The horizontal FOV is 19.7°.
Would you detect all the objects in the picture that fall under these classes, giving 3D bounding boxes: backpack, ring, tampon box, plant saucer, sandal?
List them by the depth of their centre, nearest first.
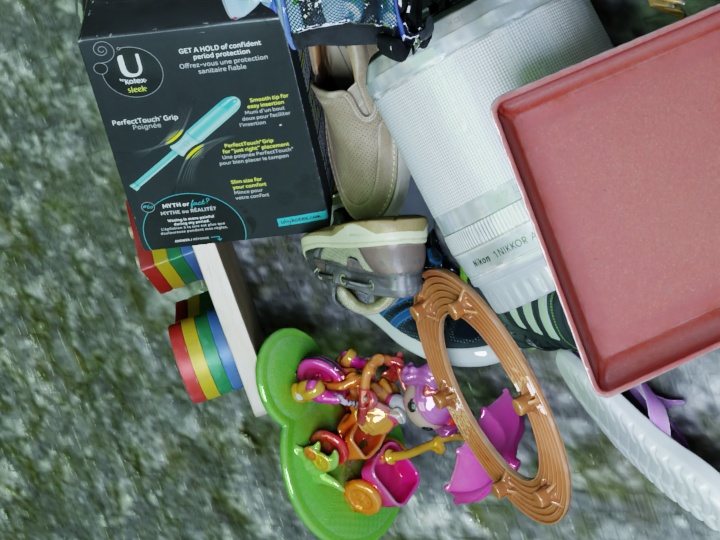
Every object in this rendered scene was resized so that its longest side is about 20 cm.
[{"bbox_3d":[-0.029,-0.255,1.285,0.146,0.183,0.201,-1,123,3],"label":"backpack"},{"bbox_3d":[0.197,-0.050,1.300,0.037,0.199,0.201,-162,50,-76],"label":"plant saucer"},{"bbox_3d":[0.087,0.091,1.466,0.201,0.019,0.201,54,160,29],"label":"ring"},{"bbox_3d":[0.217,0.117,1.482,0.203,0.050,0.083,45,167,36],"label":"sandal"},{"bbox_3d":[-0.106,-0.136,1.525,0.149,0.127,0.201,-5,133,8],"label":"tampon box"}]

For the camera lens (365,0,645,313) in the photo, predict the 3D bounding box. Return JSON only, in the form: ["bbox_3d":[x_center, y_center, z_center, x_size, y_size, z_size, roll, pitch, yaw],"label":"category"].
[{"bbox_3d":[0.108,-0.093,1.385,0.160,0.160,0.201,-26,92,54],"label":"camera lens"}]

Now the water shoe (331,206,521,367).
[{"bbox_3d":[0.043,0.009,1.607,0.199,0.071,0.079,26,127,36],"label":"water shoe"}]

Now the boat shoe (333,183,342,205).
[{"bbox_3d":[-0.070,-0.095,1.674,0.199,0.072,0.068,10,121,47],"label":"boat shoe"}]

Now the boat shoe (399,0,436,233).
[{"bbox_3d":[0.023,-0.118,1.557,0.065,0.073,0.201,20,116,46],"label":"boat shoe"}]

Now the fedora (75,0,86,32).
[{"bbox_3d":[-0.140,-0.217,1.663,0.177,0.090,0.200,56,137,6],"label":"fedora"}]

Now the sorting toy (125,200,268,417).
[{"bbox_3d":[-0.138,0.009,1.731,0.199,0.069,0.201,-108,-1,-75],"label":"sorting toy"}]

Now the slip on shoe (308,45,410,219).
[{"bbox_3d":[-0.008,-0.127,1.486,0.076,0.060,0.201,18,116,42],"label":"slip on shoe"}]

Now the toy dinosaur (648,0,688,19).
[{"bbox_3d":[0.198,-0.218,1.299,0.199,0.060,0.107,20,89,46],"label":"toy dinosaur"}]

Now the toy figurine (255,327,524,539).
[{"bbox_3d":[0.039,0.118,1.634,0.183,0.150,0.201,-13,117,41],"label":"toy figurine"}]

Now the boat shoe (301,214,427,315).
[{"bbox_3d":[0.000,0.000,1.501,0.200,0.073,0.065,154,115,-78],"label":"boat shoe"}]

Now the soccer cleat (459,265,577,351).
[{"bbox_3d":[0.145,0.029,1.497,0.200,0.067,0.081,35,128,42],"label":"soccer cleat"}]
